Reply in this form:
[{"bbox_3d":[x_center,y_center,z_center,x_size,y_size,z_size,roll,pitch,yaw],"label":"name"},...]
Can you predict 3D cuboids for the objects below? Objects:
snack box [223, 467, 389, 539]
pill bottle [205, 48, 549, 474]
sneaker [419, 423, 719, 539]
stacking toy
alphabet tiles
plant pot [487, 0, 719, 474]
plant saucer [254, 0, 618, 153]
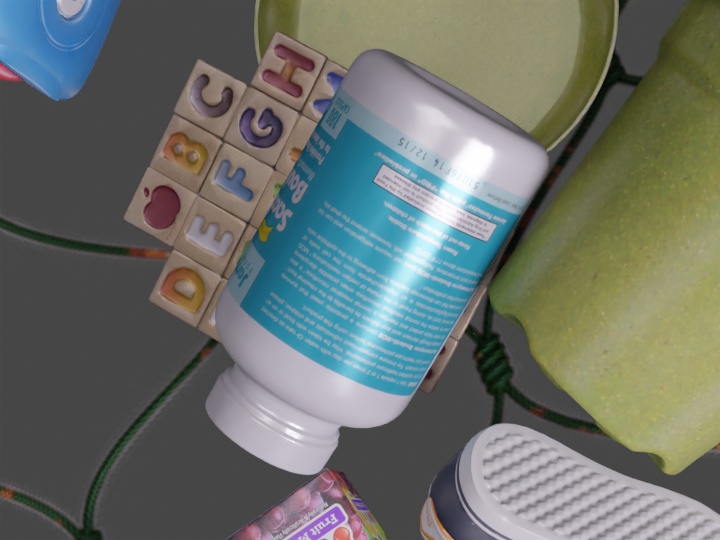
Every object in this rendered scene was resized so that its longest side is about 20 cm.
[{"bbox_3d":[-0.056,0.217,0.791,0.200,0.053,0.142,-36,78,2],"label":"snack box"},{"bbox_3d":[0.000,0.000,0.763,0.111,0.111,0.200,33,101,13],"label":"pill bottle"},{"bbox_3d":[0.122,0.147,0.767,0.200,0.079,0.079,31,51,-9],"label":"sneaker"},{"bbox_3d":[-0.241,-0.178,0.874,0.200,0.116,0.110,19,81,23],"label":"stacking toy"},{"bbox_3d":[-0.026,-0.025,0.829,0.200,0.006,0.167,29,101,12],"label":"alphabet tiles"},{"bbox_3d":[0.168,-0.011,0.737,0.184,0.200,0.200,-46,76,11],"label":"plant pot"},{"bbox_3d":[0.041,-0.137,0.847,0.199,0.031,0.201,-1,81,8],"label":"plant saucer"}]
